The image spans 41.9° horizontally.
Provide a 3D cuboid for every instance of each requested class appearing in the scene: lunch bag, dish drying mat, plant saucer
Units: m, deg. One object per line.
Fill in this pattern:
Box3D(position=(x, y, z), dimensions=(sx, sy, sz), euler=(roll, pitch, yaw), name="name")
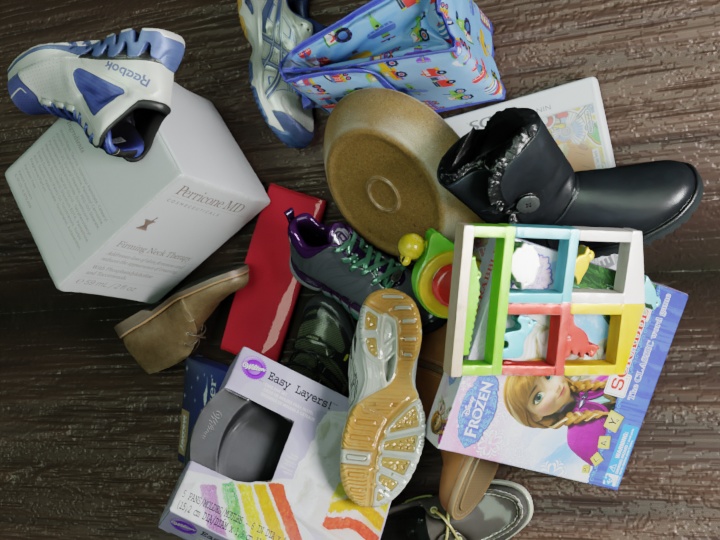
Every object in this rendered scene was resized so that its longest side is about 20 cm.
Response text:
Box3D(position=(0.024, -0.208, 0.950), dimensions=(0.199, 0.150, 0.095), euler=(-15, 76, 24), name="lunch bag")
Box3D(position=(-0.099, 0.006, 1.071), dimensions=(0.077, 0.018, 0.201), euler=(20, 95, 23), name="dish drying mat")
Box3D(position=(0.031, -0.083, 0.941), dimensions=(0.200, 0.035, 0.201), euler=(27, 139, 26), name="plant saucer")

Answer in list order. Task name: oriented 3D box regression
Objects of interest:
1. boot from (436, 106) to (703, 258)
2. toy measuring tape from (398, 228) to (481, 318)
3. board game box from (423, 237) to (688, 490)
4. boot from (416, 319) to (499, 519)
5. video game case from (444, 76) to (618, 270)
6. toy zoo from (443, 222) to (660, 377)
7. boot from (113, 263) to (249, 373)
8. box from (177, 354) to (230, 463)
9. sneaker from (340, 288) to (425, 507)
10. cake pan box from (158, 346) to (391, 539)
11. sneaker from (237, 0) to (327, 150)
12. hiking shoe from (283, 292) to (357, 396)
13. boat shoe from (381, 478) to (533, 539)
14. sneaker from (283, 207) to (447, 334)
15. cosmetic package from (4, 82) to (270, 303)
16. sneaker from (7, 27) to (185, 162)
Box3D(position=(0.187, -0.082, 0.838), dimensions=(0.199, 0.168, 0.077), euler=(-21, 48, 24), name="boot")
Box3D(position=(0.115, 0.031, 0.913), dimensions=(0.200, 0.074, 0.074), euler=(33, 103, -13), name="toy measuring tape")
Box3D(position=(0.181, 0.086, 0.865), dimensions=(0.199, 0.041, 0.201), euler=(16, 96, -19), name="board game box")
Box3D(position=(0.071, 0.139, 0.956), dimensions=(0.154, 0.074, 0.201), euler=(9, 73, 29), name="boot")
Box3D(position=(0.169, -0.075, 0.952), dimensions=(0.181, 0.023, 0.201), euler=(-13, 83, 23), name="video game case")
Box3D(position=(0.173, 0.027, 0.817), dimensions=(0.199, 0.020, 0.132), euler=(2, 100, -17), name="toy zoo")
Box3D(position=(-0.194, 0.055, 1.089), dimensions=(0.200, 0.074, 0.076), euler=(-29, 88, 28), name="boot")
Box3D(position=(-0.158, 0.163, 1.027), dimensions=(0.200, 0.032, 0.122), euler=(6, 92, 58), name="box")
Box3D(position=(0.022, 0.122, 0.888), dimensions=(0.075, 0.088, 0.201), euler=(10, 77, -4), name="sneaker")
Box3D(position=(-0.067, 0.189, 0.874), dimensions=(0.199, 0.185, 0.052), euler=(28, 139, -7), name="cake pan box")
Box3D(position=(-0.075, -0.237, 1.038), dimensions=(0.088, 0.075, 0.201), euler=(-18, 82, 22), name="sneaker")
Box3D(position=(-0.054, 0.123, 1.000), dimensions=(0.075, 0.101, 0.201), euler=(8, 91, 23), name="hiking shoe")
Box3D(position=(0.077, 0.264, 0.958), dimensions=(0.200, 0.061, 0.072), euler=(-21, 79, 22), name="boat shoe")
Box3D(position=(0.000, 0.000, 0.964), dimensions=(0.199, 0.088, 0.075), euler=(21, 57, 28), name="sneaker")
Box3D(position=(-0.249, -0.092, 1.052), dimensions=(0.200, 0.167, 0.167), euler=(-39, 68, 18), name="cosmetic package")
Box3D(position=(-0.265, -0.163, 0.930), dimensions=(0.199, 0.080, 0.116), euler=(-7, 77, 24), name="sneaker")
